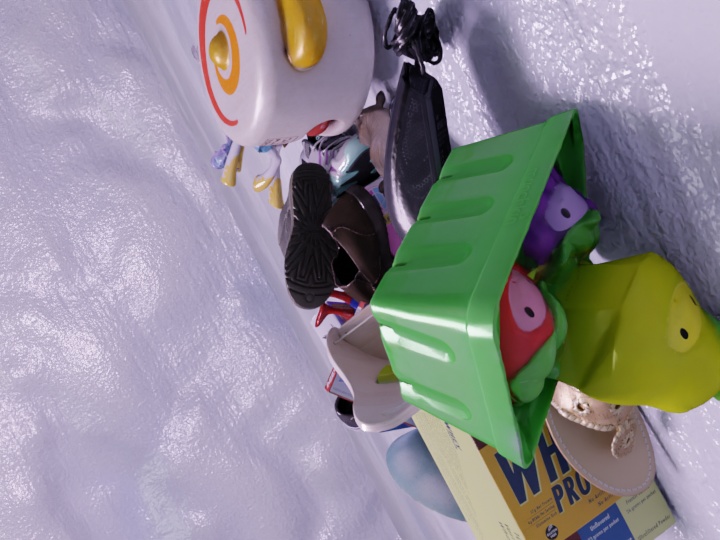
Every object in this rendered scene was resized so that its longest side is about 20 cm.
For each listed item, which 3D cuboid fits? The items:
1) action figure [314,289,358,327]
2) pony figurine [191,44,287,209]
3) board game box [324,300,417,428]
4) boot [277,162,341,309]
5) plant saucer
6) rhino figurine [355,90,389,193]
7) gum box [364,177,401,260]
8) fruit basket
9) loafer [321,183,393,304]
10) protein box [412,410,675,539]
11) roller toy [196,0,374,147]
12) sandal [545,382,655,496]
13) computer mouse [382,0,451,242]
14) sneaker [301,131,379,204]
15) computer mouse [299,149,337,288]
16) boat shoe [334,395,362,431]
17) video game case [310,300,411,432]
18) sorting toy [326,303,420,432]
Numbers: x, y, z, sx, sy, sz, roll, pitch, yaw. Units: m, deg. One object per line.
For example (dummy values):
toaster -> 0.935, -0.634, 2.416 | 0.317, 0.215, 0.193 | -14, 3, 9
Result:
action figure -> 0.031, 0.086, 0.949 | 0.066, 0.195, 0.100 | -96, 22, -53
pony figurine -> -0.146, -0.217, 1.047 | 0.192, 0.165, 0.203 | 39, 121, 25
board game box -> 0.066, 0.121, 0.833 | 0.197, 0.105, 0.019 | 25, 178, -20
boot -> -0.076, -0.028, 0.936 | 0.200, 0.071, 0.187 | 143, 132, -69
plant saucer -> 0.131, 0.244, 0.952 | 0.201, 0.197, 0.040 | 41, 125, 57
rhino figurine -> 0.040, -0.117, 0.754 | 0.201, 0.059, 0.088 | 54, 165, 37
gum box -> 0.035, -0.034, 0.929 | 0.115, 0.065, 0.200 | 58, 167, 6
fruit basket -> 0.133, 0.015, 0.466 | 0.216, 0.213, 0.158 | 45, 161, 49
loafer -> 0.000, 0.000, 0.830 | 0.073, 0.070, 0.203 | 41, 156, 51
protein box -> 0.160, 0.177, 0.734 | 0.202, 0.133, 0.200 | 61, 168, 0
roller toy -> -0.082, -0.218, 0.729 | 0.201, 0.137, 0.185 | 54, 144, 36
sandal -> 0.180, 0.085, 0.594 | 0.070, 0.076, 0.215 | 105, 140, -81
computer mouse -> 0.041, -0.097, 0.574 | 0.138, 0.051, 0.205 | -38, -59, -73
sneaker -> -0.035, -0.156, 0.928 | 0.142, 0.076, 0.200 | 62, 163, 12
computer mouse -> -0.030, -0.086, 1.048 | 0.043, 0.108, 0.204 | -16, 96, 50
boat shoe -> 0.053, 0.120, 0.875 | 0.071, 0.197, 0.066 | 63, -172, 27
video game case -> 0.046, 0.128, 1.024 | 0.198, 0.046, 0.183 | 8, -139, -53
sorting toy -> 0.059, 0.069, 0.665 | 0.107, 0.199, 0.180 | 49, -160, -8
